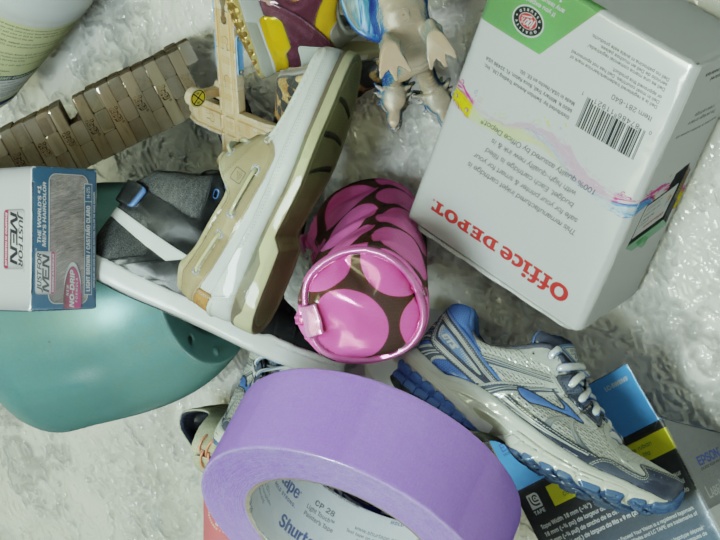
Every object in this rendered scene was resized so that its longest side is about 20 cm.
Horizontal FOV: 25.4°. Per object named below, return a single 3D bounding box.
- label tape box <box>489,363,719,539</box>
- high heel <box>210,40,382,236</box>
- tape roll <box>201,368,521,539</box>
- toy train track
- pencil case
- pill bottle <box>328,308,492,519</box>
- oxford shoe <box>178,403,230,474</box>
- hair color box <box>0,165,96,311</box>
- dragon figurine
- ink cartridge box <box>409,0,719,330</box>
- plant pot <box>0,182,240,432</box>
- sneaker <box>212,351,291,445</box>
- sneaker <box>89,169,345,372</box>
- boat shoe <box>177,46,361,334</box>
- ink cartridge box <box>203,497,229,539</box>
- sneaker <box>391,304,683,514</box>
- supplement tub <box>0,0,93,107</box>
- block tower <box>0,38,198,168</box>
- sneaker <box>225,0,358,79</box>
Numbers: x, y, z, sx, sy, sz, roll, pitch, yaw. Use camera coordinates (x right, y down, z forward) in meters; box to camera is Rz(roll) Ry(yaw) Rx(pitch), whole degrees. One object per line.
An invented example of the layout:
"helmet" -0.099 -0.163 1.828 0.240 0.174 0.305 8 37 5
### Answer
"label tape box" 0.193 0.172 1.079 0.144 0.063 0.200 -35 77 42
"high heel" -0.022 -0.087 1.162 0.200 0.071 0.143 -10 106 45
"tape roll" 0.000 0.151 1.031 0.200 0.066 0.200 17 144 13
"toy train track" -0.103 -0.143 1.142 0.115 0.032 0.200 25 125 43
"pencil case" 0.000 0.000 1.082 0.093 0.200 0.091 -5 104 2
"pill bottle" 0.030 0.133 1.164 0.120 0.120 0.200 32 124 26
"oxford shoe" -0.093 0.153 1.241 0.200 0.074 0.071 -154 75 -68
"hair color box" -0.274 -0.021 1.146 0.200 0.060 0.100 0 90 42
"dragon figurine" 0.019 -0.177 1.022 0.099 0.059 0.200 -128 20 -75
"ink cartridge box" 0.135 -0.086 1.015 0.145 0.084 0.200 35 125 23
"plant pot" -0.182 0.021 1.254 0.161 0.201 0.201 -9 101 31
"sneaker" -0.064 0.085 1.193 0.077 0.200 0.085 11 101 -5
"sneaker" -0.086 -0.007 1.129 0.200 0.073 0.112 24 86 -2
"boat shoe" -0.062 -0.062 1.065 0.068 0.075 0.200 23 89 13
"ink cartridge box" -0.035 0.245 1.295 0.200 0.067 0.117 18 118 34
"sneaker" 0.121 0.084 1.016 0.200 0.077 0.085 29 83 15
"supplement tub" -0.296 -0.230 1.274 0.200 0.145 0.145 -38 82 42
"block tower" -0.211 -0.111 1.229 0.058 0.200 0.054 63 176 -15
"sneaker" -0.054 -0.224 1.043 0.075 0.090 0.200 -118 10 -45
